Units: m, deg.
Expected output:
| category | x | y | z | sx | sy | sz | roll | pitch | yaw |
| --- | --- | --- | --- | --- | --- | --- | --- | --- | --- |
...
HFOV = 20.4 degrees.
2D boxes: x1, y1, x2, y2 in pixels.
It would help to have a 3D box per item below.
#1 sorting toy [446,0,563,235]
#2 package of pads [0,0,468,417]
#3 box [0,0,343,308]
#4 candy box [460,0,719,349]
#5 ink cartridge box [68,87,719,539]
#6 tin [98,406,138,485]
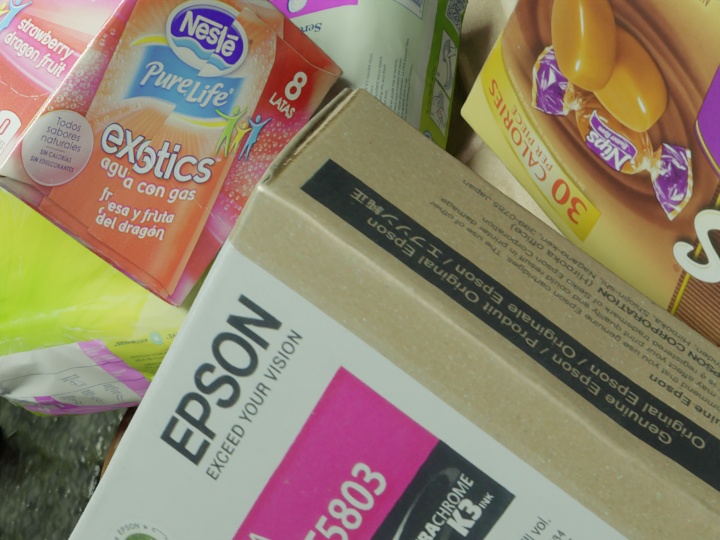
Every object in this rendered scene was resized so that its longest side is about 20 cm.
| category | x | y | z | sx | sy | sz | roll | pitch | yaw |
| --- | --- | --- | --- | --- | --- | --- | --- | --- | --- |
| sorting toy | 0.000 | 0.000 | 0.749 | 0.199 | 0.036 | 0.186 | -32 | 50 | 21 |
| package of pads | -0.063 | -0.030 | 0.742 | 0.199 | 0.068 | 0.156 | -11 | 58 | 34 |
| box | -0.114 | -0.085 | 0.702 | 0.200 | 0.095 | 0.103 | 32 | 85 | 45 |
| candy box | 0.126 | -0.021 | 0.595 | 0.200 | 0.056 | 0.117 | 53 | 142 | 20 |
| ink cartridge box | 0.009 | 0.074 | 0.620 | 0.164 | 0.075 | 0.201 | 34 | 127 | 5 |
| tin | -0.018 | 0.091 | 0.759 | 0.199 | 0.042 | 0.113 | 6 | 71 | 35 |
